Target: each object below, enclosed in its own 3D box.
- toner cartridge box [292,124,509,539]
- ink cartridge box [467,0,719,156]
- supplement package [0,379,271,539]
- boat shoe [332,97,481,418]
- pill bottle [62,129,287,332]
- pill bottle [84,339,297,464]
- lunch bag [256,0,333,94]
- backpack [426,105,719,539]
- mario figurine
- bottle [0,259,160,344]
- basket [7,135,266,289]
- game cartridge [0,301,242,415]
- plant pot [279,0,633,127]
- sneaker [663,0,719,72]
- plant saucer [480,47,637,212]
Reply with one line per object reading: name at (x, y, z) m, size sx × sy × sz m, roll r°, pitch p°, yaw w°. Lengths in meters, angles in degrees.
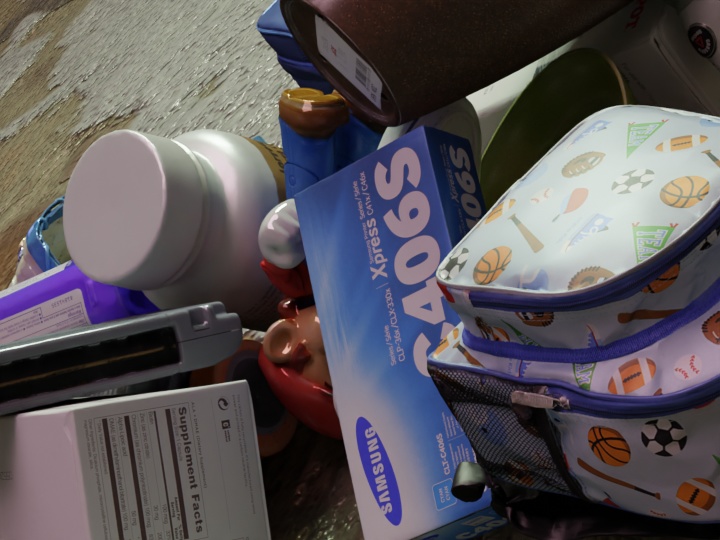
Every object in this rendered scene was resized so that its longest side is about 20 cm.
toner cartridge box at (0.030, 0.037, 1.058) m, size 0.095 × 0.043 × 0.202 m, roll -28°, pitch 65°, yaw 34°
ink cartridge box at (0.141, -0.122, 1.243) m, size 0.199 × 0.084 × 0.145 m, roll -21°, pitch 30°, yaw 43°
supplement package at (-0.146, 0.149, 1.120) m, size 0.110 × 0.158 × 0.199 m, roll -8°, pitch -1°, yaw -36°
boat shoe at (0.038, -0.004, 1.132) m, size 0.065 × 0.072 × 0.202 m, roll 2°, pitch 72°, yaw 51°
pill bottle at (-0.078, -0.024, 1.255) m, size 0.114 × 0.199 × 0.116 m, roll -9°, pitch 77°, yaw 39°
pill bottle at (-0.129, 0.102, 1.273) m, size 0.199 × 0.106 × 0.107 m, roll -23°, pitch 30°, yaw 40°
lunch bag at (0.019, -0.177, 1.482) m, size 0.136 × 0.132 × 0.200 m, roll -48°, pitch 22°, yaw -12°
backpack at (0.142, 0.020, 0.918) m, size 0.190 × 0.155 × 0.200 m, roll 16°, pitch 57°, yaw 46°
mario figurine at (0.000, 0.000, 1.176) m, size 0.122 × 0.202 × 0.106 m, roll 0°, pitch 14°, yaw -7°
bottle at (-0.208, 0.041, 1.320) m, size 0.199 × 0.066 × 0.083 m, roll -22°, pitch -12°, yaw 28°
basket at (-0.153, -0.005, 1.421) m, size 0.200 × 0.139 × 0.176 m, roll -41°, pitch -3°, yaw 26°
game cartridge at (-0.177, 0.054, 1.130) m, size 0.198 × 0.042 × 0.133 m, roll -12°, pitch -3°, yaw -25°
plant pot at (0.058, -0.178, 1.112) m, size 0.200 × 0.187 × 0.187 m, roll -44°, pitch 22°, yaw -12°
sneaker at (0.263, -0.158, 1.141) m, size 0.199 × 0.089 × 0.074 m, roll -27°, pitch -9°, yaw -17°
plant saucer at (0.102, -0.021, 1.119) m, size 0.200 × 0.031 × 0.201 m, roll -52°, pitch 28°, yaw 43°
